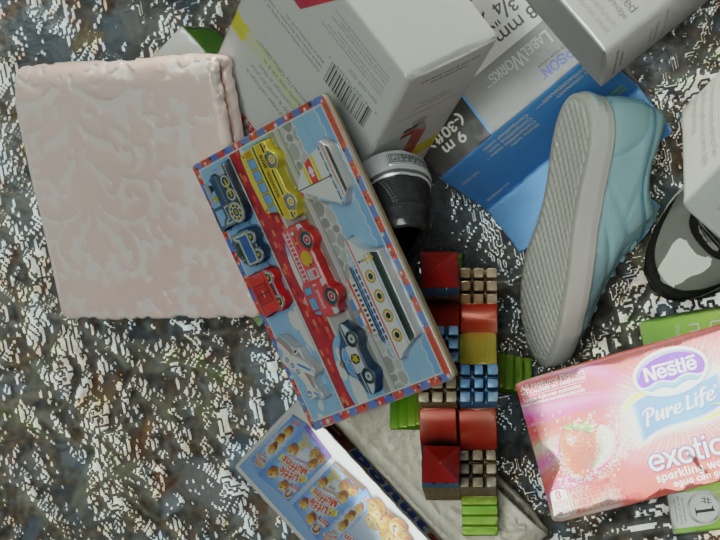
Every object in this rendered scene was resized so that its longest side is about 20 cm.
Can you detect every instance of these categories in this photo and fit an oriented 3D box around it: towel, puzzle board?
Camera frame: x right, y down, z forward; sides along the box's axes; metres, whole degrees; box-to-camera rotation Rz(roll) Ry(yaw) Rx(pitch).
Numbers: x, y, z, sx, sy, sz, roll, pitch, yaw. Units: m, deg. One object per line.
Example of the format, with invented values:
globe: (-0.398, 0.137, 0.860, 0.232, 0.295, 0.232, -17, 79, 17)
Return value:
towel: (0.022, 0.162, 1.633, 0.200, 0.034, 0.133, 45, 105, 11)
puzzle board: (-0.028, -0.001, 1.501, 0.151, 0.017, 0.200, -24, 91, 49)
towel: (-0.154, -0.058, 1.623, 0.200, 0.032, 0.191, 0, 107, 37)

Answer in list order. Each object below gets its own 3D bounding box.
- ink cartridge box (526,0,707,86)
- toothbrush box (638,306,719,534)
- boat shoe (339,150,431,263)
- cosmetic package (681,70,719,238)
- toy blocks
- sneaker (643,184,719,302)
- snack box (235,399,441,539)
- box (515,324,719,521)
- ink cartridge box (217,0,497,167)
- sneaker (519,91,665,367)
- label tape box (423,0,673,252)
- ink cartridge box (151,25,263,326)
ink cartridge box: (0.191, -0.245, 1.508, 0.200, 0.084, 0.146, -39, 80, -5)
toothbrush box: (0.299, 0.088, 1.511, 0.200, 0.086, 0.146, -9, 89, 17)
boat shoe: (0.000, 0.000, 1.536, 0.200, 0.070, 0.066, 128, 141, -48)
cosmetic package: (0.318, -0.089, 1.369, 0.165, 0.165, 0.200, 38, 114, -10)
toy blocks: (0.067, 0.073, 1.541, 0.100, 0.137, 0.200, 0, 78, 4)
sneaker: (0.265, -0.056, 1.523, 0.200, 0.079, 0.074, -43, 80, 16)
snack box: (0.003, 0.185, 1.609, 0.200, 0.024, 0.072, 47, 106, 11)
box: (0.212, 0.088, 1.441, 0.200, 0.103, 0.095, -17, 85, 19)
ink cartridge box: (-0.012, -0.138, 1.527, 0.145, 0.083, 0.200, 52, 146, 14)
sneaker: (0.167, -0.024, 1.562, 0.082, 0.074, 0.200, 1, 117, -22)
label tape box: (0.098, -0.133, 1.584, 0.144, 0.063, 0.200, -39, 79, 16)
ink cartridge box: (-0.091, -0.070, 1.650, 0.104, 0.059, 0.200, -44, 78, 17)
